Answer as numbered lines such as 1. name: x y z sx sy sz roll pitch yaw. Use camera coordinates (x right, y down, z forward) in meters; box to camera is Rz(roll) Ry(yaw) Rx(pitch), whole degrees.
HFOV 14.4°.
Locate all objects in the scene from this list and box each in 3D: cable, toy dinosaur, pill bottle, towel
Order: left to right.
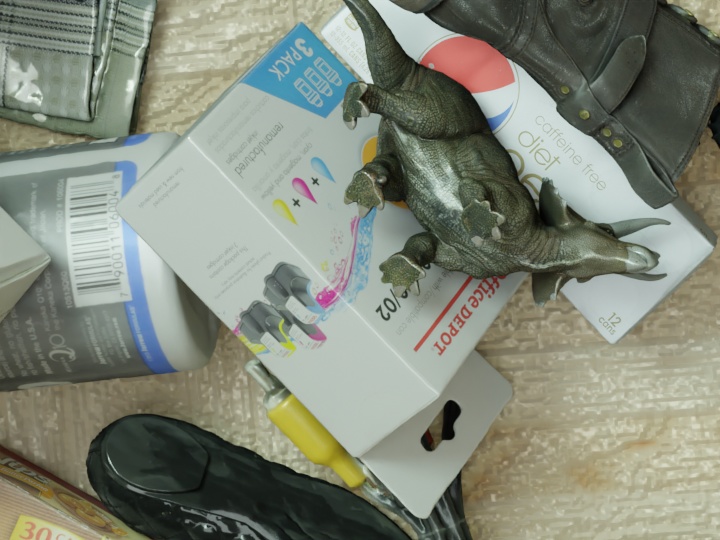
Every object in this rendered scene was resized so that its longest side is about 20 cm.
1. towel: -0.185 -0.172 1.374 0.199 0.035 0.193 11 97 7
2. pill bottle: -0.174 0.002 1.349 0.199 0.114 0.114 -7 94 10
3. cable: 0.028 0.107 1.362 0.097 0.050 0.201 -29 95 -25
4. toy dinosaur: 0.037 -0.045 1.264 0.200 0.102 0.077 45 114 12

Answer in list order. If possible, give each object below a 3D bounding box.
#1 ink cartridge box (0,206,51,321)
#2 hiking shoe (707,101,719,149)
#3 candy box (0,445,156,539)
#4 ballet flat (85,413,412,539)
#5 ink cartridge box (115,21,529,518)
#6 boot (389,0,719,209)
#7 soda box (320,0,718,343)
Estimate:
1. ink cartridge box: -0.257 0.021 1.268 0.145 0.084 0.200 44 110 6
2. hiking shoe: 0.259 -0.070 1.292 0.199 0.074 0.087 -13 93 10
3. candy box: -0.194 0.193 1.400 0.115 0.055 0.200 29 100 4
4. ballet flat: -0.041 0.128 1.381 0.200 0.057 0.067 31 71 0
5. ink cartridge box: 0.000 0.000 1.291 0.200 0.115 0.068 46 132 -6
6. boot: 0.096 -0.138 1.300 0.174 0.200 0.069 33 139 -20
7. soda box: 0.075 -0.063 1.328 0.068 0.064 0.200 -43 88 10
